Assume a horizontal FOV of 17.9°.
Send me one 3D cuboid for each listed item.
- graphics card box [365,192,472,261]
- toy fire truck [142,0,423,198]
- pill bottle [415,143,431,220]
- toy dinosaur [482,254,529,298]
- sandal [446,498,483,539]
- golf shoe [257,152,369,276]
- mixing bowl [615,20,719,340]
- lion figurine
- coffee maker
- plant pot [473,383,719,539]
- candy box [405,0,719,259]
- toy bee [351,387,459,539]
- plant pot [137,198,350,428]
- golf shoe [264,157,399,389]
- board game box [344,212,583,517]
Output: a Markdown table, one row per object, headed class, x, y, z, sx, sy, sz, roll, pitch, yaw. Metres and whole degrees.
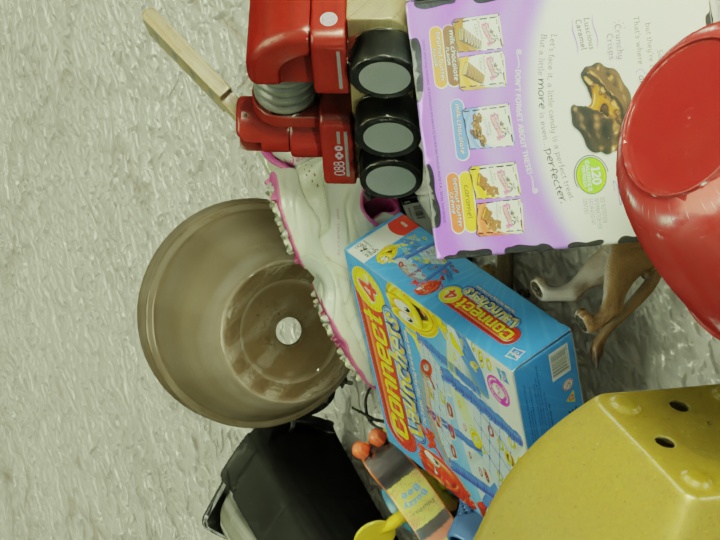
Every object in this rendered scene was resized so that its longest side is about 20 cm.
| class | x | y | z | sx | sy | sz | roll | pitch | yaw |
| --- | --- | --- | --- | --- | --- | --- | --- | --- | --- |
| graphics card box | 0.023 | -0.052 | 1.879 | 0.201 | 0.051 | 0.126 | 69 | 152 | 19 |
| toy fire truck | -0.056 | -0.146 | 1.557 | 0.177 | 0.198 | 0.130 | 85 | -175 | -57 |
| pill bottle | 0.037 | -0.140 | 1.690 | 0.201 | 0.111 | 0.111 | 59 | 158 | -12 |
| toy dinosaur | 0.097 | 0.048 | 1.776 | 0.102 | 0.058 | 0.201 | -103 | 27 | -43 |
| sandal | 0.105 | 0.195 | 1.758 | 0.080 | 0.086 | 0.201 | 128 | 129 | -60 |
| golf shoe | -0.035 | -0.060 | 1.794 | 0.201 | 0.075 | 0.092 | 59 | -178 | 17 |
| mixing bowl | 0.216 | -0.066 | 1.282 | 0.200 | 0.108 | 0.201 | -30 | 48 | 39 |
| lion figurine | 0.159 | -0.048 | 1.556 | 0.201 | 0.122 | 0.072 | 64 | 162 | -2 |
| coffee maker | -0.037 | 0.230 | 2.014 | 0.200 | 0.134 | 0.193 | 52 | 143 | 44 |
| plant pot | 0.198 | 0.186 | 1.454 | 0.194 | 0.194 | 0.201 | 49 | 132 | 47 |
| candy box | 0.140 | -0.101 | 1.453 | 0.198 | 0.071 | 0.169 | -4 | 97 | 20 |
| toy bee | 0.034 | 0.173 | 1.848 | 0.199 | 0.109 | 0.131 | 34 | 93 | 30 |
| plant pot | -0.076 | 0.043 | 1.915 | 0.173 | 0.198 | 0.202 | -164 | 66 | -74 |
| golf shoe | 0.000 | 0.000 | 1.716 | 0.075 | 0.091 | 0.201 | -119 | 5 | -58 |
| board game box | 0.082 | 0.086 | 1.650 | 0.196 | 0.056 | 0.201 | 36 | 149 | 44 |
